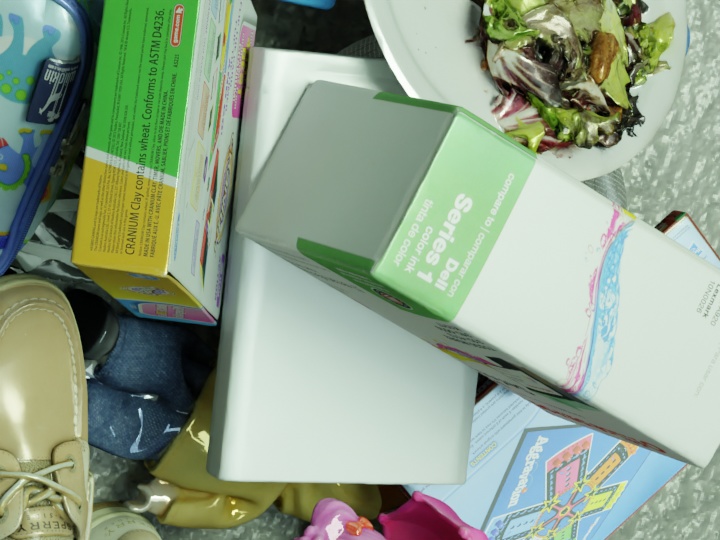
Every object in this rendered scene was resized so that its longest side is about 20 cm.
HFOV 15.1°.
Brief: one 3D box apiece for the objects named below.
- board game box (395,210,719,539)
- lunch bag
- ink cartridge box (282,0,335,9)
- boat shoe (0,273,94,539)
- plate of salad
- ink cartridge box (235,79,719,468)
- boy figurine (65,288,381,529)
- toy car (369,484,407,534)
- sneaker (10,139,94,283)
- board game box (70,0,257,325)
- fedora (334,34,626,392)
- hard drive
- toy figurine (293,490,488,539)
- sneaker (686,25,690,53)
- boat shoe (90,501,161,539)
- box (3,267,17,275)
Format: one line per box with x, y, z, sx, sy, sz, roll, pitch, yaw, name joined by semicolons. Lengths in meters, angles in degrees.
0.117;0.073;1.368;0.200;0.019;0.103;-41;105;-10;board game box
-0.210;-0.094;1.164;0.200;0.082;0.161;27;118;-1;lunch bag
-0.097;-0.212;1.246;0.200;0.084;0.146;8;102;-31;ink cartridge box
-0.147;0.102;1.209;0.071;0.064;0.201;-6;109;-28;boat shoe
0.085;-0.141;1.286;0.200;0.048;0.201;10;72;-34;plate of salad
0.067;0.001;1.223;0.200;0.145;0.084;30;84;-27;ink cartridge box
-0.067;0.072;1.367;0.200;0.064;0.125;23;94;-33;boy figurine
0.060;0.183;1.438;0.177;0.184;0.200;-30;89;-18;toy car
-0.152;-0.045;1.276;0.200;0.074;0.089;4;106;-30;sneaker
-0.082;-0.062;1.181;0.040;0.200;0.153;6;83;4;board game box
0.025;-0.037;1.366;0.200;0.090;0.177;23;93;-30;fedora
0.000;0.000;1.286;0.132;0.026;0.201;3;97;-27;hard drive
-0.008;0.183;1.277;0.200;0.150;0.184;39;59;-26;toy figurine
0.087;-0.149;1.367;0.200;0.085;0.077;17;97;-31;sneaker
-0.127;0.221;1.380;0.072;0.065;0.201;1;106;-29;boat shoe
-0.229;0.102;1.264;0.148;0.104;0.201;-5;108;-28;box
